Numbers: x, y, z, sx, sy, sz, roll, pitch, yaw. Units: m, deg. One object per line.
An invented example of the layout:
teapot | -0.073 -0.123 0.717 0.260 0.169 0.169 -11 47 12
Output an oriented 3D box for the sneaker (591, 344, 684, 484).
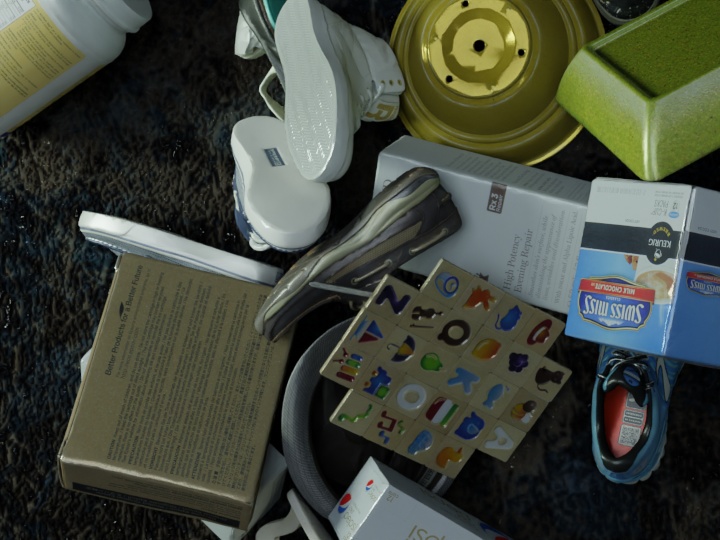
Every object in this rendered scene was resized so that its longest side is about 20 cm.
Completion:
sneaker | 0.235 0.081 1.412 0.078 0.090 0.201 5 87 15

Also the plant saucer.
plant saucer | 0.270 -0.170 1.349 0.199 0.200 0.048 -28 120 -3

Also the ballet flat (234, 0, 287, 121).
ballet flat | -0.074 -0.195 1.528 0.068 0.068 0.200 -30 79 24

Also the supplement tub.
supplement tub | -0.308 -0.225 1.550 0.200 0.145 0.146 -33 79 11

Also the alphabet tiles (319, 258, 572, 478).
alphabet tiles | 0.073 0.084 1.393 0.200 0.006 0.167 27 105 -26

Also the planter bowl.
planter bowl | 0.110 -0.189 1.466 0.200 0.083 0.201 -1 86 15

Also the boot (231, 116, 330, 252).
boot | -0.070 -0.049 1.449 0.073 0.200 0.091 -3 122 -9

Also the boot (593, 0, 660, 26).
boot | 0.179 -0.307 1.415 0.073 0.154 0.204 -35 78 8

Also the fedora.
fedora | 0.004 0.120 1.450 0.177 0.090 0.200 -23 109 -17

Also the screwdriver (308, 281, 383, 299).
screwdriver | 0.039 0.027 1.374 0.029 0.200 0.028 47 117 40

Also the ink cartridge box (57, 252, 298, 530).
ink cartridge box | -0.150 0.102 1.427 0.164 0.075 0.200 14 62 -1

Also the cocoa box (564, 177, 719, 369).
cocoa box | 0.286 0.011 1.332 0.200 0.133 0.132 11 90 -29

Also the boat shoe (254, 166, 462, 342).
boat shoe | 0.000 0.000 1.391 0.200 0.075 0.073 -40 98 11

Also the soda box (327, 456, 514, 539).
soda box | 0.075 0.238 1.410 0.200 0.064 0.068 32 96 -21

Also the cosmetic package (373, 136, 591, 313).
cosmetic package | 0.111 -0.039 1.442 0.200 0.074 0.102 14 111 15

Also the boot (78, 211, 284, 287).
boot | -0.175 0.012 1.536 0.200 0.073 0.091 18 91 13

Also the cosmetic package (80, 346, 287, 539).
cosmetic package | -0.159 0.142 1.504 0.200 0.102 0.074 41 65 12

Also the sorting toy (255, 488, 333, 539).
sorting toy | -0.032 0.282 1.445 0.107 0.200 0.180 -22 73 -27

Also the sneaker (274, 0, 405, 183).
sneaker | -0.005 -0.145 1.445 0.074 0.115 0.200 -40 43 36
